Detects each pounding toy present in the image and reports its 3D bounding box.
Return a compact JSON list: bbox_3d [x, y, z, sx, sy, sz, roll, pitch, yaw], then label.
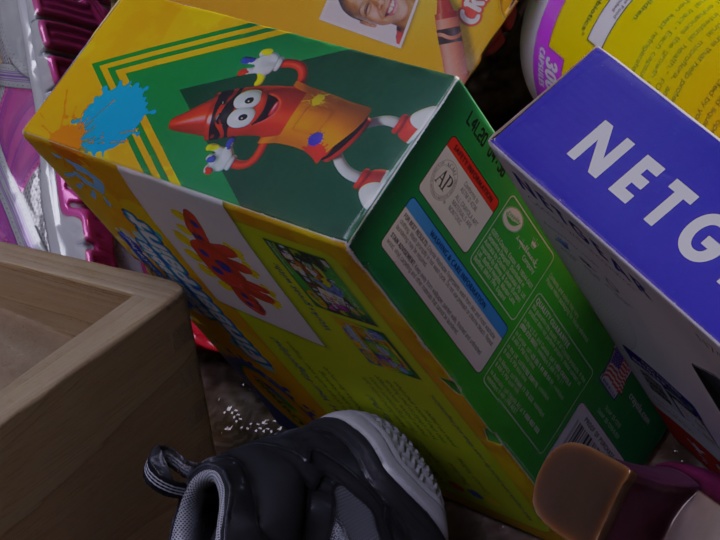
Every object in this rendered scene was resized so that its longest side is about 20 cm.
[{"bbox_3d":[-0.169,0.078,0.896,0.199,0.143,0.184,12,32,34],"label":"pounding toy"}]

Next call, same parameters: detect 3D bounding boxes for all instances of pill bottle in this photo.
[{"bbox_3d":[0.149,-0.054,0.862,0.104,0.104,0.200,-41,43,-2],"label":"pill bottle"}]

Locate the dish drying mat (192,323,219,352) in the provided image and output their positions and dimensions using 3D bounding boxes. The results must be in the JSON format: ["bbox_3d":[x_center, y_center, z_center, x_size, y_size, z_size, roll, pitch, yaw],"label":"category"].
[{"bbox_3d":[-0.039,-0.064,0.987,0.076,0.018,0.202,8,86,26],"label":"dish drying mat"}]

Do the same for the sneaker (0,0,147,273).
[{"bbox_3d":[-0.142,-0.044,1.034,0.088,0.081,0.202,-19,68,28],"label":"sneaker"}]

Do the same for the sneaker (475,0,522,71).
[{"bbox_3d":[-0.031,-0.125,1.053,0.198,0.082,0.078,-11,51,27],"label":"sneaker"}]

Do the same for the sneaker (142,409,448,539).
[{"bbox_3d":[-0.003,0.131,0.783,0.201,0.113,0.076,57,130,34],"label":"sneaker"}]

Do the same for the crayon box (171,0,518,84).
[{"bbox_3d":[0.014,-0.141,0.908,0.201,0.118,0.058,-56,4,10],"label":"crayon box"}]

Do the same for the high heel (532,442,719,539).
[{"bbox_3d":[0.142,0.111,0.725,0.068,0.096,0.200,-59,38,9],"label":"high heel"}]

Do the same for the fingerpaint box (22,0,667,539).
[{"bbox_3d":[0.000,0.000,0.847,0.166,0.200,0.074,19,67,42],"label":"fingerpaint box"}]

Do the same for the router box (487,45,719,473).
[{"bbox_3d":[0.142,0.043,0.735,0.049,0.180,0.200,-40,43,-4],"label":"router box"}]
